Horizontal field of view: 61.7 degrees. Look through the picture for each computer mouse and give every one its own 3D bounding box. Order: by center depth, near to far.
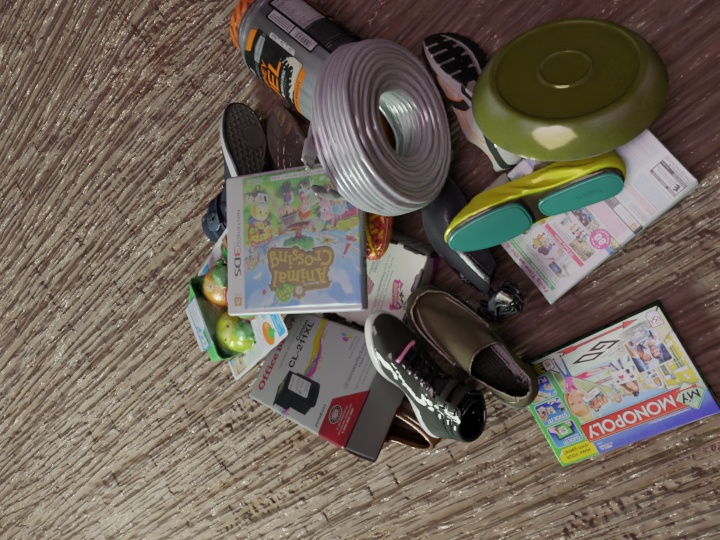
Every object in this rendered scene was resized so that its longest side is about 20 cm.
[{"bbox_3d":[0.124,-0.023,0.744,0.052,0.139,0.202,-25,78,-5],"label":"computer mouse"}]

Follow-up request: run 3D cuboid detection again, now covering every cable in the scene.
[{"bbox_3d":[0.028,-0.164,0.688,0.069,0.198,0.203,-10,73,43],"label":"cable"}]

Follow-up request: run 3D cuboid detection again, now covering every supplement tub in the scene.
[{"bbox_3d":[-0.073,-0.281,0.793,0.200,0.122,0.123,42,118,19],"label":"supplement tub"}]

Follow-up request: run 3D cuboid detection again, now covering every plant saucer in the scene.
[{"bbox_3d":[0.212,-0.200,0.626,0.197,0.031,0.202,-10,54,14],"label":"plant saucer"}]

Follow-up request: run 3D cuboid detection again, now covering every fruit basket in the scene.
[{"bbox_3d":[-0.183,0.045,0.869,0.200,0.093,0.187,-44,67,54],"label":"fruit basket"}]

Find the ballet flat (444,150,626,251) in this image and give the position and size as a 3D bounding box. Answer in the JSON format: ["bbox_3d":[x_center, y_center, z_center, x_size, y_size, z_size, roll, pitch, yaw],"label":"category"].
[{"bbox_3d":[0.182,-0.082,0.653,0.198,0.067,0.068,-22,52,23],"label":"ballet flat"}]

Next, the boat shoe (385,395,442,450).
[{"bbox_3d":[0.029,0.202,0.853,0.197,0.072,0.077,5,122,29],"label":"boat shoe"}]

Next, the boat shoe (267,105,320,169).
[{"bbox_3d":[-0.069,-0.163,0.850,0.201,0.071,0.076,55,131,32],"label":"boat shoe"}]

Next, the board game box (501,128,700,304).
[{"bbox_3d":[0.250,-0.083,0.688,0.200,0.064,0.148,-45,77,28],"label":"board game box"}]

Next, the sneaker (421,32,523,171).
[{"bbox_3d":[0.132,-0.203,0.725,0.201,0.073,0.080,58,157,20],"label":"sneaker"}]

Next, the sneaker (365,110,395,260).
[{"bbox_3d":[0.024,-0.115,0.774,0.072,0.077,0.203,4,97,37],"label":"sneaker"}]

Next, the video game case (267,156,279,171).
[{"bbox_3d":[-0.109,-0.059,0.871,0.200,0.019,0.144,47,124,45],"label":"video game case"}]

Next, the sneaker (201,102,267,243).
[{"bbox_3d":[-0.195,-0.134,0.912,0.146,0.076,0.205,-25,72,50],"label":"sneaker"}]

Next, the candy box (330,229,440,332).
[{"bbox_3d":[0.000,0.000,0.850,0.198,0.061,0.138,26,110,24],"label":"candy box"}]

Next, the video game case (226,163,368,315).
[{"bbox_3d":[-0.085,-0.038,0.764,0.197,0.022,0.185,-4,85,24],"label":"video game case"}]

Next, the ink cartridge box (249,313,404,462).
[{"bbox_3d":[-0.042,0.150,0.833,0.198,0.083,0.147,14,75,42],"label":"ink cartridge box"}]

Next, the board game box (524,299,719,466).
[{"bbox_3d":[0.299,0.141,0.728,0.199,0.029,0.136,-34,82,31],"label":"board game box"}]

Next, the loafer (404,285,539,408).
[{"bbox_3d":[0.140,0.089,0.739,0.199,0.070,0.076,38,86,10],"label":"loafer"}]

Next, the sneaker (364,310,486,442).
[{"bbox_3d":[0.086,0.128,0.728,0.099,0.071,0.201,-5,123,56],"label":"sneaker"}]

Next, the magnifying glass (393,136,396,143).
[{"bbox_3d":[0.014,-0.170,0.828,0.199,0.022,0.080,40,115,19],"label":"magnifying glass"}]
